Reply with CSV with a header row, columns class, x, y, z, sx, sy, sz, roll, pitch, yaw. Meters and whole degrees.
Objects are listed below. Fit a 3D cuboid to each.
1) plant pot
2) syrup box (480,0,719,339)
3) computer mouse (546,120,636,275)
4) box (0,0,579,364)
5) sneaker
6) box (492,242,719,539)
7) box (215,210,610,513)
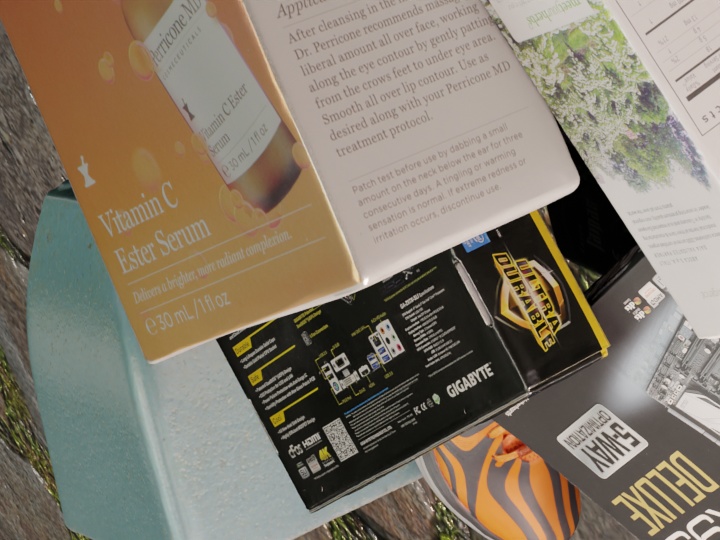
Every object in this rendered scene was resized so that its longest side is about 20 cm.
class,x,y,z,sx,sy,sz,roll,pitch,yaw
plant pot,-0.077,0.030,1.446,0.196,0.196,0.200,9,119,63
syrup box,0.108,-0.079,0.874,0.200,0.081,0.079,55,161,-8
computer mouse,0.106,-0.060,1.103,0.200,0.046,0.141,25,130,55
box,-0.039,-0.087,0.930,0.152,0.106,0.200,-23,91,55
sneaker,0.069,0.060,1.299,0.200,0.078,0.112,62,160,-14
box,0.157,0.052,1.020,0.158,0.050,0.200,41,147,-1
box,0.000,0.000,1.071,0.160,0.049,0.200,63,147,6
